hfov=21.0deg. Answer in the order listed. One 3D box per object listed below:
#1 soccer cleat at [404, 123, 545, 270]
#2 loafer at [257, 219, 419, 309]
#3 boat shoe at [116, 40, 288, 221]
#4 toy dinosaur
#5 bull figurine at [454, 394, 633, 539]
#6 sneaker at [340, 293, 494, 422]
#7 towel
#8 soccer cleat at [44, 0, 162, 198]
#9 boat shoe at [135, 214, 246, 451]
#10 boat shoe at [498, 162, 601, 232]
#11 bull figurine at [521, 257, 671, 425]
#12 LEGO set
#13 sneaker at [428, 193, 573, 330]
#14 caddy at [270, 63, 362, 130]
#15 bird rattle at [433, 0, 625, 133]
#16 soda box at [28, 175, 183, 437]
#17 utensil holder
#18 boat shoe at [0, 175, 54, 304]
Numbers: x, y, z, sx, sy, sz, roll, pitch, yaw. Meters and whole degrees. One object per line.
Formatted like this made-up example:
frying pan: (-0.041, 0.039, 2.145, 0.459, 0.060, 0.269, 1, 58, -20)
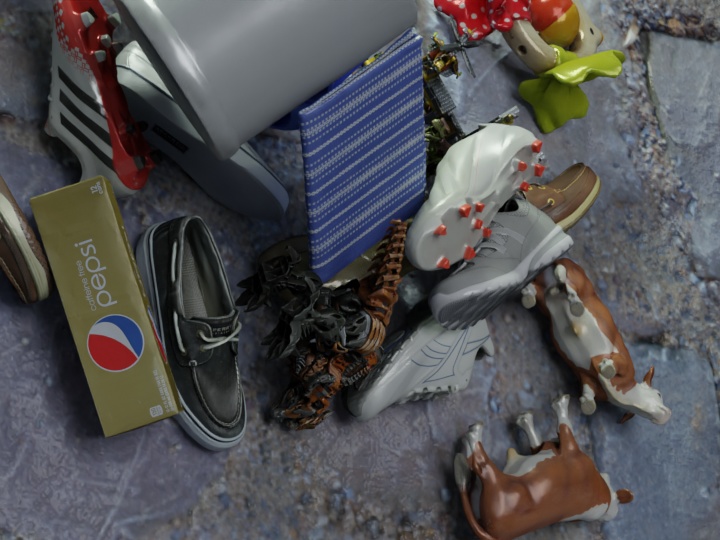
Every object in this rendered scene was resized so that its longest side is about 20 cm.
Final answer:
soccer cleat: (0.088, -0.066, 1.725, 0.200, 0.077, 0.070, -44, 140, -38)
loafer: (0.000, 0.000, 1.747, 0.199, 0.076, 0.068, -8, 78, -29)
boat shoe: (-0.134, -0.124, 1.688, 0.200, 0.073, 0.066, 41, 57, -19)
toy dinosaur: (-0.026, 0.042, 1.644, 0.135, 0.102, 0.201, 22, 90, -35)
bull figurine: (0.167, 0.189, 1.793, 0.199, 0.065, 0.122, -11, 76, -44)
sneaker: (0.060, 0.084, 1.758, 0.200, 0.074, 0.087, -38, 102, -40)
towel: (0.001, -0.093, 1.639, 0.024, 0.201, 0.145, 32, 55, 30)
soccer cleat: (-0.233, -0.154, 1.614, 0.069, 0.085, 0.201, -19, 90, -69)
boat shoe: (-0.135, 0.050, 1.618, 0.072, 0.071, 0.201, -14, 82, -40)
boat shoe: (0.166, -0.057, 1.893, 0.200, 0.072, 0.068, -41, 100, -38)
bull figurine: (0.226, 0.076, 1.880, 0.201, 0.065, 0.121, 56, 16, 4)
LEGO set: (0.081, -0.134, 1.828, 0.153, 0.116, 0.201, -21, 85, -41)
sneaker: (0.112, -0.009, 1.769, 0.082, 0.075, 0.200, 50, 37, 7)
caddy: (-0.085, -0.223, 1.722, 0.105, 0.141, 0.200, -38, 96, -44)
bird rattle: (0.176, -0.247, 1.987, 0.200, 0.113, 0.163, 41, 39, -1)
soda box: (-0.203, 0.029, 1.554, 0.064, 0.068, 0.201, -19, 88, -2)
utensil holder: (-0.076, -0.212, 1.574, 0.199, 0.170, 0.170, -33, 94, -5)
boat shoe: (-0.318, -0.055, 1.533, 0.075, 0.075, 0.203, -30, 97, -12)
